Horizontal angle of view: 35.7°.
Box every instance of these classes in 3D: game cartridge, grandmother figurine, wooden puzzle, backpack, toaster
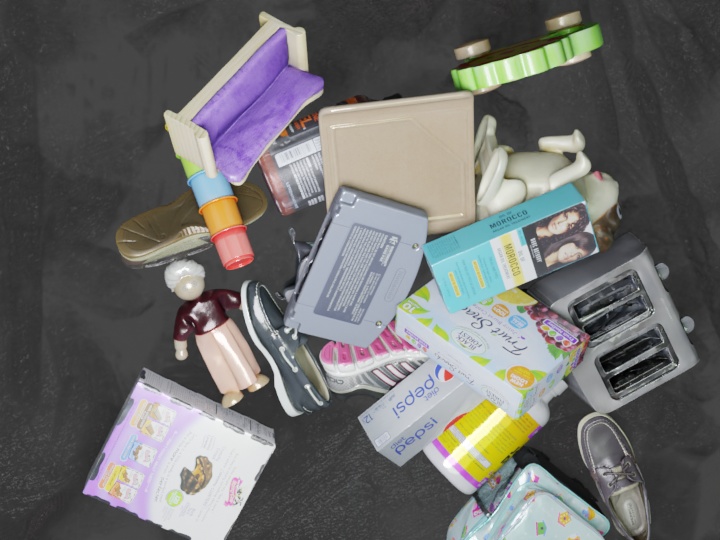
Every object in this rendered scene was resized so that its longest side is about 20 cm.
[{"bbox_3d":[0.000,0.000,1.382,0.133,0.042,0.200,14,117,-24],"label":"game cartridge"},{"bbox_3d":[-0.190,0.071,1.452,0.121,0.061,0.200,-34,106,-22],"label":"grandmother figurine"},{"bbox_3d":[0.046,-0.123,1.355,0.185,0.037,0.200,-7,126,-5],"label":"wooden puzzle"},{"bbox_3d":[0.220,0.366,1.516,0.176,0.153,0.200,38,101,-18],"label":"backpack"},{"bbox_3d":[0.326,0.071,1.485,0.200,0.119,0.181,-28,102,-1],"label":"toaster"}]

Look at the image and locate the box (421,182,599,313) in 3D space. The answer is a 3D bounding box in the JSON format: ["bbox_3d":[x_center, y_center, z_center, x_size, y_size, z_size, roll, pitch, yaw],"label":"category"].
[{"bbox_3d":[0.183,-0.026,1.359,0.200,0.049,0.082,-23,124,1],"label":"box"}]

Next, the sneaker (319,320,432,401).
[{"bbox_3d":[0.040,0.124,1.485,0.199,0.074,0.088,-12,130,-20],"label":"sneaker"}]

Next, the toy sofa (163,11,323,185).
[{"bbox_3d":[-0.133,-0.206,1.338,0.097,0.083,0.200,31,65,18],"label":"toy sofa"}]

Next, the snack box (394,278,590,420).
[{"bbox_3d":[0.161,0.079,1.392,0.142,0.200,0.053,-36,146,-33],"label":"snack box"}]

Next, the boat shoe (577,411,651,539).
[{"bbox_3d":[0.362,0.293,1.559,0.072,0.065,0.200,-21,102,-1],"label":"boat shoe"}]

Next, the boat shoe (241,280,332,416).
[{"bbox_3d":[-0.094,0.096,1.457,0.060,0.076,0.200,-15,115,20],"label":"boat shoe"}]

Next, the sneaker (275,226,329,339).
[{"bbox_3d":[-0.030,-0.023,1.443,0.140,0.078,0.200,38,94,-13],"label":"sneaker"}]

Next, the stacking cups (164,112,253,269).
[{"bbox_3d":[-0.183,-0.098,1.384,0.060,0.061,0.200,-20,81,-3],"label":"stacking cups"}]

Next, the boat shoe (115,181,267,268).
[{"bbox_3d":[-0.215,-0.058,1.422,0.200,0.065,0.073,-19,71,-19],"label":"boat shoe"}]

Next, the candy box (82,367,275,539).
[{"bbox_3d":[-0.237,0.250,1.475,0.200,0.072,0.168,27,96,-11],"label":"candy box"}]

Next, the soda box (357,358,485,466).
[{"bbox_3d":[0.099,0.164,1.458,0.200,0.063,0.068,-39,139,7],"label":"soda box"}]

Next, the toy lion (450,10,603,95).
[{"bbox_3d":[0.205,-0.262,1.367,0.200,0.192,0.069,-18,103,-4],"label":"toy lion"}]

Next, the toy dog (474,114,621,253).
[{"bbox_3d":[0.240,-0.087,1.436,0.199,0.140,0.194,11,112,-9],"label":"toy dog"}]

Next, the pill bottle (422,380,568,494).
[{"bbox_3d":[0.181,0.197,1.498,0.200,0.104,0.104,-44,103,3],"label":"pill bottle"}]

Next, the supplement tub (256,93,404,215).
[{"bbox_3d":[-0.029,-0.153,1.404,0.200,0.107,0.107,-23,103,-3],"label":"supplement tub"}]
